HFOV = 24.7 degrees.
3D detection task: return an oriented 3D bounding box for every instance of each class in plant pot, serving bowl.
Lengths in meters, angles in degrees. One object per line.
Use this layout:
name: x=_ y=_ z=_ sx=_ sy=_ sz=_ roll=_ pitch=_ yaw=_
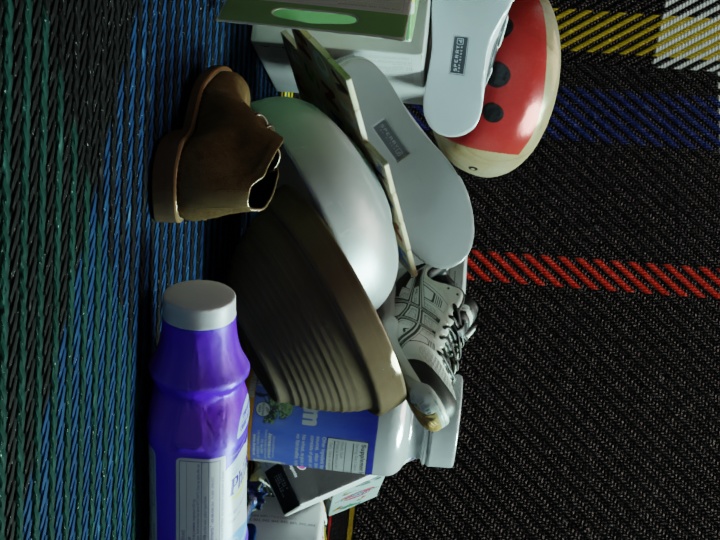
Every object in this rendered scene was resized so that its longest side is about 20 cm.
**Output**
plant pot: x=-0.052 y=0.040 z=1.312 sx=0.202 sy=0.092 sz=0.201 roll=58 pitch=-12 yaw=19
serving bowl: x=-0.023 y=-0.059 z=1.346 sx=0.201 sy=0.065 sz=0.200 roll=58 pitch=-12 yaw=19

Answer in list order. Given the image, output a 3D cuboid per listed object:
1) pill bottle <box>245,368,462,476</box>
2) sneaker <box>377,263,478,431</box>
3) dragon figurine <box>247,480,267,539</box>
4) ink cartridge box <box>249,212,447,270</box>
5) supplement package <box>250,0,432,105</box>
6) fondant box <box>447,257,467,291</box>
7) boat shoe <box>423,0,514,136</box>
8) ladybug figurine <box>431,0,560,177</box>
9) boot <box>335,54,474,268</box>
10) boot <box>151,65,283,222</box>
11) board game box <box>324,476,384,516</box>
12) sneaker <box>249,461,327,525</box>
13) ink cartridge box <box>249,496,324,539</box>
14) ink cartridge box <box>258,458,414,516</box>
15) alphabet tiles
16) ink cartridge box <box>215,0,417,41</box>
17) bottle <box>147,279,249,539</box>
pill bottle: x=-0.013 y=0.120 z=1.443 sx=0.112 sy=0.198 sz=0.113 roll=6 pitch=90 yaw=-88
sneaker: x=0.059 y=0.051 z=1.366 sx=0.200 sy=0.087 sz=0.076 roll=-109 pitch=177 yaw=-55
dragon figurine: x=-0.107 y=0.219 z=1.209 sx=0.200 sy=0.058 sz=0.100 roll=-75 pitch=169 yaw=-73
ink cartridge box: x=0.000 y=0.000 z=1.525 sx=0.129 sy=0.198 sz=0.126 roll=-25 pitch=119 yaw=-85
supplement package: x=-0.008 y=-0.250 z=1.491 sx=0.200 sy=0.150 sz=0.152 roll=62 pitch=33 yaw=-83
fondant box: x=0.011 y=0.003 z=1.696 sx=0.058 sy=0.198 sz=0.145 roll=88 pitch=7 yaw=-51
boat shoe: x=0.098 y=-0.219 z=1.439 sx=0.068 sy=0.071 sz=0.201 roll=-72 pitch=171 yaw=-60
ladybug figurine: x=0.117 y=-0.181 z=1.529 sx=0.072 sy=0.135 sz=0.201 roll=-13 pitch=123 yaw=-45
boot: x=0.030 y=-0.095 z=1.422 sx=0.201 sy=0.073 sz=0.096 roll=61 pitch=-5 yaw=-6
boot: x=-0.085 y=-0.082 z=1.099 sx=0.200 sy=0.075 sz=0.074 roll=-81 pitch=172 yaw=-63
board game box: x=-0.032 y=0.165 z=1.712 sx=0.200 sy=0.064 sz=0.148 roll=102 pitch=-35 yaw=-73
sneaker: x=-0.070 y=0.212 z=1.678 sx=0.200 sy=0.073 sz=0.081 roll=87 pitch=6 yaw=-64
ink cartridge box: x=-0.083 y=0.329 z=1.507 sx=0.201 sy=0.083 sz=0.146 roll=-81 pitch=174 yaw=-49
ink cartridge box: x=-0.016 y=0.157 z=1.567 sx=0.037 sy=0.199 sz=0.095 roll=-37 pitch=-104 yaw=42
alphabet tiles: x=-0.013 y=-0.109 z=1.367 sx=0.167 sy=0.008 sz=0.201 roll=51 pitch=-15 yaw=42
ink cartridge box: x=-0.028 y=-0.206 z=1.277 sx=0.200 sy=0.144 sz=0.048 roll=-80 pitch=175 yaw=-57
bottle: x=-0.104 y=0.107 z=1.063 sx=0.084 sy=0.065 sz=0.202 roll=-80 pitch=174 yaw=-67
